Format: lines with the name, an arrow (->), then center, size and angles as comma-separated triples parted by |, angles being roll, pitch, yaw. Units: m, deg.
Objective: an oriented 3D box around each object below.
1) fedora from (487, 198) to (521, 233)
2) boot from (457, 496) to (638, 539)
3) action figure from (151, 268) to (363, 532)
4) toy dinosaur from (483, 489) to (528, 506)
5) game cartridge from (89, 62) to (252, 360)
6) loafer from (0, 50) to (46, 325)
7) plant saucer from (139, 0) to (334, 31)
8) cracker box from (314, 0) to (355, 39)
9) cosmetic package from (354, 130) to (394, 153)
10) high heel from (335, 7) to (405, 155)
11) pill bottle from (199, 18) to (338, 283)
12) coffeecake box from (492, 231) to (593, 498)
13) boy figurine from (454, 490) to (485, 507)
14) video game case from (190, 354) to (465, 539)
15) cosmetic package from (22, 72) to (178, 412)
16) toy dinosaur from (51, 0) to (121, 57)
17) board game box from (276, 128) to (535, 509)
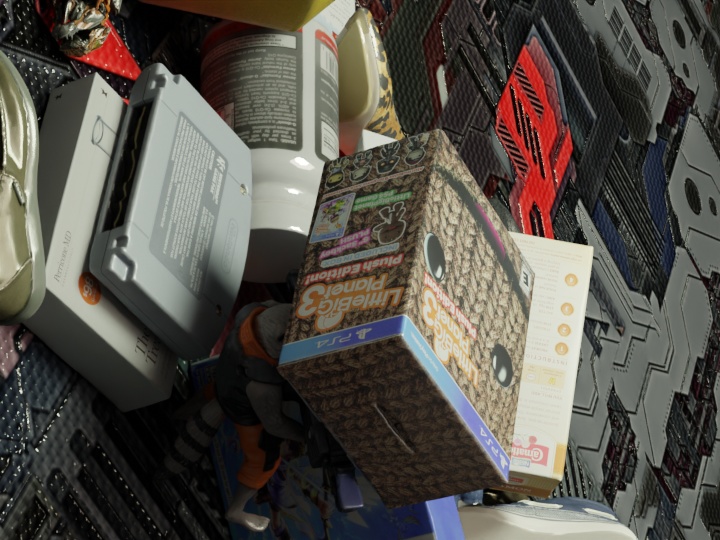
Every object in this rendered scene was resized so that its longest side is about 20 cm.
fedora -> 0.108, 0.008, 1.944 | 0.200, 0.091, 0.202 | -17, 90, -73
boot -> 0.134, 0.228, 1.830 | 0.090, 0.199, 0.073 | -124, -137, -74
action figure -> -0.071, 0.105, 1.534 | 0.104, 0.194, 0.201 | 3, 45, -25
toy dinosaur -> 0.145, 0.175, 2.035 | 0.200, 0.076, 0.103 | -50, 144, -67
game cartridge -> -0.134, -0.039, 1.587 | 0.133, 0.040, 0.201 | 45, 40, -36
loafer -> -0.259, -0.063, 1.445 | 0.070, 0.075, 0.201 | 4, 72, -64
plant saucer -> -0.090, -0.250, 1.758 | 0.200, 0.199, 0.049 | -48, 147, -56
cracker box -> -0.064, -0.276, 1.916 | 0.134, 0.057, 0.201 | 34, 47, -49
cosmetic package -> 0.000, 0.000, 1.735 | 0.051, 0.151, 0.200 | 19, 27, -12
high heel -> 0.015, -0.149, 1.922 | 0.142, 0.071, 0.201 | -31, 132, -55
pill bottle -> -0.075, -0.101, 1.742 | 0.116, 0.115, 0.201 | 34, 47, -48
coffeecake box -> 0.098, 0.070, 1.755 | 0.073, 0.152, 0.201 | 104, -4, -71
boy figurine -> 0.086, 0.123, 1.852 | 0.124, 0.064, 0.201 | -7, 103, -37
video game case -> -0.026, 0.144, 1.625 | 0.045, 0.180, 0.201 | -6, 80, -59
cosmetic package -> -0.184, -0.021, 1.579 | 0.151, 0.051, 0.201 | 44, 40, -37
toy dinosaur -> -0.212, -0.268, 1.632 | 0.136, 0.102, 0.201 | 41, 36, -58
board game box -> 0.037, 0.033, 1.497 | 0.160, 0.096, 0.201 | 53, 33, -36
